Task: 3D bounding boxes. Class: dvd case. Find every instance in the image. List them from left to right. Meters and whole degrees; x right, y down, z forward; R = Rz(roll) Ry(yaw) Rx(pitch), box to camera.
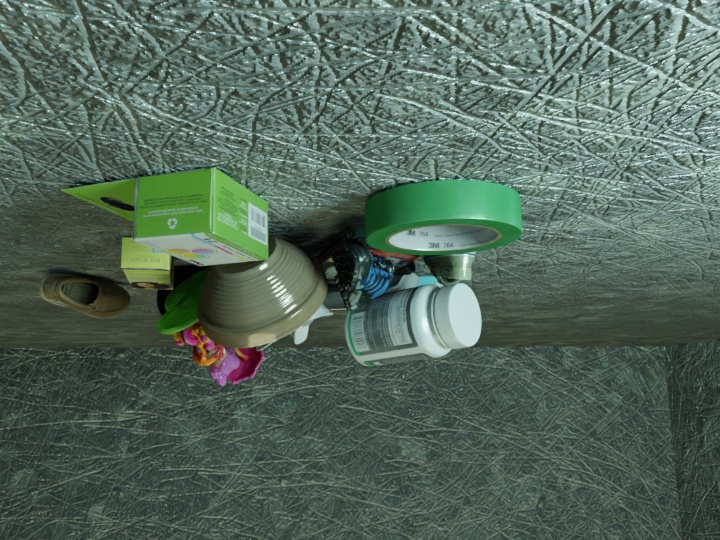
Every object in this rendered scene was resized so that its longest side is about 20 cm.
[{"bbox_3d":[0.004,-0.017,1.082,0.144,0.022,0.200,5,157,-30],"label":"dvd case"}]

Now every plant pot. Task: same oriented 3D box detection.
[{"bbox_3d":[-0.155,0.011,0.993,0.198,0.202,0.094,-5,128,19],"label":"plant pot"}]

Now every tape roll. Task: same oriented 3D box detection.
[{"bbox_3d":[0.104,-0.063,0.863,0.197,0.049,0.201,-1,169,0],"label":"tape roll"}]

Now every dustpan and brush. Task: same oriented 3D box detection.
[{"bbox_3d":[-0.095,0.081,1.072,0.138,0.058,0.201,-25,161,-19],"label":"dustpan and brush"}]

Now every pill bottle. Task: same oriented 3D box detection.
[{"bbox_3d":[-0.305,0.065,1.326,0.110,0.114,0.200,-3,169,11],"label":"pill bottle"},{"bbox_3d":[0.081,0.085,1.066,0.198,0.115,0.112,-13,164,37],"label":"pill bottle"}]

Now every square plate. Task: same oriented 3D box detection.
[{"bbox_3d":[0.003,0.033,1.259,0.197,0.029,0.198,-4,-168,12],"label":"square plate"}]

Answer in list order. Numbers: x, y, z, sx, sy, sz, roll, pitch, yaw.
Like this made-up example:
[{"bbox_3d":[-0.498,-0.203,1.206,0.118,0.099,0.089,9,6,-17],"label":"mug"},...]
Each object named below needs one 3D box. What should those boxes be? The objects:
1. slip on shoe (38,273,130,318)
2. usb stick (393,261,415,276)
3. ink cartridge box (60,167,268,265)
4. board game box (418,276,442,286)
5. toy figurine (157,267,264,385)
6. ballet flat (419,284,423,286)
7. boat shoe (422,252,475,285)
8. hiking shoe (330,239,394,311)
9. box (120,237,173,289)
[{"bbox_3d":[-0.530,0.049,1.340,0.060,0.077,0.199,0,164,32],"label":"slip on shoe"},{"bbox_3d":[0.000,0.000,1.219,0.197,0.033,0.055,-6,161,24],"label":"usb stick"},{"bbox_3d":[-0.227,-0.054,0.806,0.197,0.077,0.148,-5,168,16],"label":"ink cartridge box"},{"bbox_3d":[0.069,0.048,1.442,0.197,0.046,0.152,-1,169,-2],"label":"board game box"},{"bbox_3d":[-0.236,0.117,1.152,0.148,0.186,0.201,-9,-153,24],"label":"toy figurine"},{"bbox_3d":[0.094,0.052,1.294,0.198,0.063,0.069,2,133,32],"label":"ballet flat"},{"bbox_3d":[0.136,-0.008,1.072,0.071,0.063,0.200,7,175,-1],"label":"boat shoe"},{"bbox_3d":[0.007,-0.005,1.005,0.086,0.075,0.200,-23,166,-8],"label":"hiking shoe"},{"bbox_3d":[-0.345,-0.007,1.114,0.074,0.051,0.200,2,168,-12],"label":"box"}]
